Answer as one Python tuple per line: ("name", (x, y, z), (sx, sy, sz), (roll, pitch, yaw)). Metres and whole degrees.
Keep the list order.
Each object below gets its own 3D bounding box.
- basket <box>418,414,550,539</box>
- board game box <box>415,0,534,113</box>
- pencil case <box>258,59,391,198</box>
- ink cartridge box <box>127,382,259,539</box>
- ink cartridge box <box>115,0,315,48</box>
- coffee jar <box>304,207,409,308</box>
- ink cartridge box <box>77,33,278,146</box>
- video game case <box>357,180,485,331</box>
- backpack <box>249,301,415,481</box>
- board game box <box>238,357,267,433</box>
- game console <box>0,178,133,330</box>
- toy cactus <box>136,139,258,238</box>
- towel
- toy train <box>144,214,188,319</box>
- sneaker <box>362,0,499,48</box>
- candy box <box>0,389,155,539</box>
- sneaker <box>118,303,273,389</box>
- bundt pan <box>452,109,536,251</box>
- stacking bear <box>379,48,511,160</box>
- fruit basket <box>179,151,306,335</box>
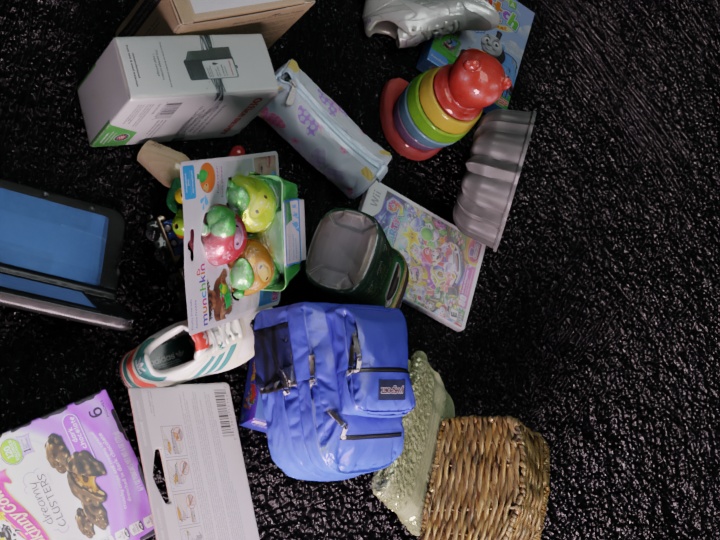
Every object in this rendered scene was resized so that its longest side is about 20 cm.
("basket", (0.176, 0.296, 1.464), (0.149, 0.143, 0.200), (43, 51, -42))
("board game box", (0.177, -0.350, 1.785), (0.151, 0.037, 0.200), (29, 59, -19))
("pencil case", (-0.051, -0.187, 1.555), (0.200, 0.091, 0.083), (44, 56, -12))
("ink cartridge box", (-0.195, 0.227, 1.305), (0.176, 0.045, 0.200), (7, 66, -58))
("ink cartridge box", (-0.183, -0.318, 1.474), (0.200, 0.165, 0.075), (-18, 83, -35))
("coffee jar", (0.000, 0.000, 1.453), (0.085, 0.200, 0.104), (16, 79, 18))
("ink cartridge box", (-0.221, -0.219, 1.428), (0.200, 0.147, 0.083), (-9, 77, -34))
("video game case", (0.076, -0.021, 1.617), (0.200, 0.018, 0.143), (28, 61, -20))
("backpack", (-0.027, 0.139, 1.344), (0.162, 0.168, 0.200), (4, 78, -40))
("board game box", (-0.043, 0.150, 1.467), (0.200, 0.045, 0.135), (19, 64, -25))
("game console", (-0.351, -0.023, 1.302), (0.200, 0.176, 0.117), (15, 94, -26))
("toy cactus", (-0.196, -0.108, 1.430), (0.165, 0.102, 0.200), (32, 44, 5))
("towel", (0.072, 0.217, 1.479), (0.148, 0.036, 0.200), (53, 45, -46))
("toy train", (-0.207, 0.021, 1.414), (0.046, 0.034, 0.200), (-23, 86, -16))
("sneaker", (0.099, -0.358, 1.697), (0.200, 0.075, 0.100), (9, 73, 5))
("candy box", (-0.332, 0.244, 1.240), (0.200, 0.072, 0.168), (-23, 87, -35))
("sneaker", (-0.174, 0.084, 1.342), (0.200, 0.093, 0.070), (-21, 86, -27))
("bundt pan", (0.180, -0.132, 1.627), (0.076, 0.202, 0.202), (15, 62, 5))
("stacking bear", (0.123, -0.237, 1.610), (0.121, 0.200, 0.114), (29, 60, -20))
("fruit basket", (-0.134, -0.036, 1.306), (0.200, 0.094, 0.186), (-21, 111, -68))
